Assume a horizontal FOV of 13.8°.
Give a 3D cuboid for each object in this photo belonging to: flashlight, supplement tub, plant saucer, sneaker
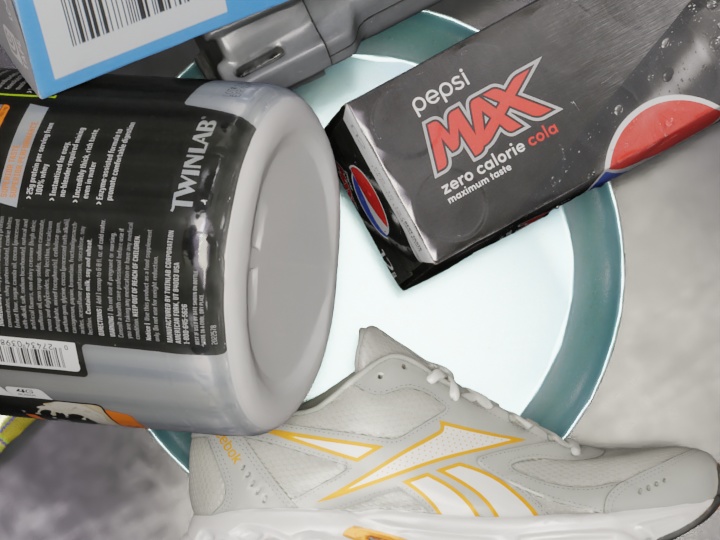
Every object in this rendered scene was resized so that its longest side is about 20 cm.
[{"bbox_3d":[0.026,-0.129,1.093,0.199,0.068,0.068,-27,90,-8],"label":"flashlight"},{"bbox_3d":[-0.116,-0.010,1.043,0.199,0.122,0.123,5,88,19],"label":"supplement tub"},{"bbox_3d":[0.000,0.000,1.120,0.199,0.027,0.202,0,87,0],"label":"plant saucer"},{"bbox_3d":[0.032,0.064,1.071,0.198,0.076,0.093,-3,83,-2],"label":"sneaker"}]

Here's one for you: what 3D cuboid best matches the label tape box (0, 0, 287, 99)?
[{"bbox_3d":[-0.089,-0.155,1.073,0.143,0.200,0.066,-23,126,-12],"label":"label tape box"}]

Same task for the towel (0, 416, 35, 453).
[{"bbox_3d":[-0.200,0.034,1.126,0.144,0.023,0.200,44,86,2],"label":"towel"}]

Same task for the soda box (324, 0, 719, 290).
[{"bbox_3d":[0.088,-0.071,1.082,0.199,0.063,0.071,-29,87,-13],"label":"soda box"}]
